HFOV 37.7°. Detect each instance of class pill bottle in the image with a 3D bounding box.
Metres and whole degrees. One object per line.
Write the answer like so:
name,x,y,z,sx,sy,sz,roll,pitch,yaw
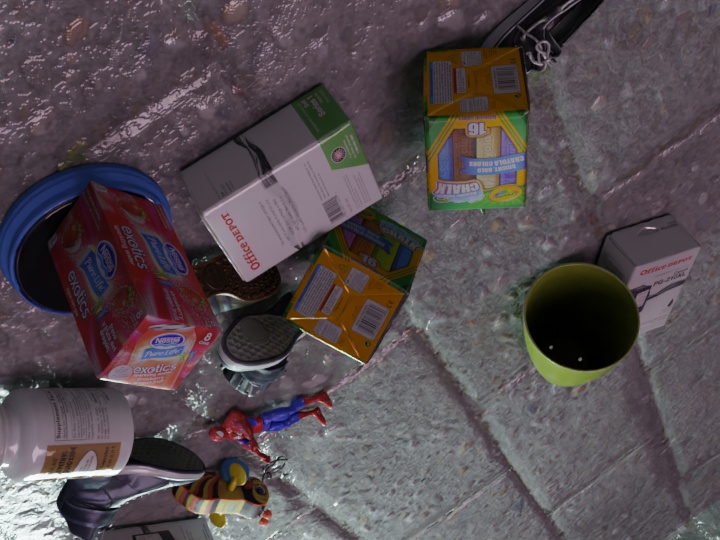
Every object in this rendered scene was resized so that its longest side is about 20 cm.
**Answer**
pill bottle,-0.396,0.204,1.316,0.199,0.115,0.115,5,128,-40

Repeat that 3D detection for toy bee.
toy bee,-0.185,0.346,1.640,0.198,0.109,0.132,-18,139,-20

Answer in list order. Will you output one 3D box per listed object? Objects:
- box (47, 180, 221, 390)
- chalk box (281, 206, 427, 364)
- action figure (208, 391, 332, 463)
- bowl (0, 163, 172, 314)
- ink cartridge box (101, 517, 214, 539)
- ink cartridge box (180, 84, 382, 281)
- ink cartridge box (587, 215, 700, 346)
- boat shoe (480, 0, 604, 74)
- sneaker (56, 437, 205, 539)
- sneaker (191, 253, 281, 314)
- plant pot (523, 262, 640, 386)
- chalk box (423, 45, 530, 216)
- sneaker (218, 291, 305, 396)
box,-0.237,0.015,1.092,0.099,0.201,0.096,18,122,-46
chalk box,0.000,0.000,1.356,0.123,0.200,0.125,28,118,-2
action figure,-0.128,0.245,1.586,0.198,0.099,0.066,-6,134,-29
bowl,-0.305,-0.029,1.192,0.199,0.039,0.202,-21,141,-18
ink cartridge box,-0.345,0.480,1.684,0.199,0.084,0.146,2,130,-39
ink cartridge box,-0.091,-0.100,1.239,0.199,0.085,0.146,-31,143,-4
ink cartridge box,0.472,0.019,1.799,0.144,0.085,0.201,-16,140,-24
boat shoe,0.218,-0.280,1.290,0.199,0.068,0.073,-42,142,11
sneaker,-0.332,0.316,1.507,0.201,0.077,0.147,9,115,-31
sneaker,-0.199,0.026,1.322,0.089,0.068,0.199,-25,171,40
plant pot,0.352,0.114,1.760,0.186,0.188,0.200,-26,157,-11
chalk box,0.139,-0.156,1.291,0.122,0.125,0.201,-2,139,4
sneaker,-0.146,0.118,1.383,0.146,0.077,0.202,-49,170,28
